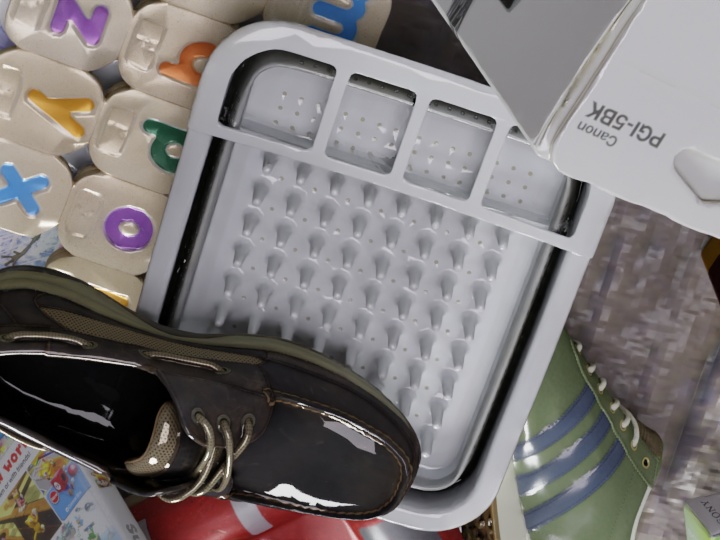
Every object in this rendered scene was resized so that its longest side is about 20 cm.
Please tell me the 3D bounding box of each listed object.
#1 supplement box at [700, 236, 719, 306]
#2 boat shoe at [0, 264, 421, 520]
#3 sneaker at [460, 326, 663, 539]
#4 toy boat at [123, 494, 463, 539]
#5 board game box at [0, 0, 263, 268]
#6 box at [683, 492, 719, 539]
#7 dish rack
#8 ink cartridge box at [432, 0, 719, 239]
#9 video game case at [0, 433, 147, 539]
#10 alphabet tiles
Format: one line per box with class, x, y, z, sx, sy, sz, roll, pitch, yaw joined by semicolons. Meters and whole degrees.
supplement box;0.260;-0.008;0.891;0.132;0.200;0.198;28;112;-16
boat shoe;-0.074;0.064;0.891;0.198;0.073;0.075;16;116;-3
sneaker;0.092;0.074;1.006;0.089;0.067;0.202;-10;110;-18
toy boat;-0.050;0.163;0.997;0.199;0.131;0.131;-27;114;13
board game box;-0.097;-0.059;0.946;0.198;0.026;0.201;-17;116;5
box;0.232;0.179;1.056;0.143;0.036;0.202;-17;116;-12
dish rack;0.000;0.000;0.918;0.170;0.044;0.201;17;115;-4
ink cartridge box;0.103;-0.103;0.819;0.146;0.200;0.083;20;115;-32
video game case;-0.129;0.174;0.979;0.143;0.018;0.201;-46;67;29
alphabet tiles;-0.065;-0.048;0.930;0.194;0.015;0.201;18;114;-11
